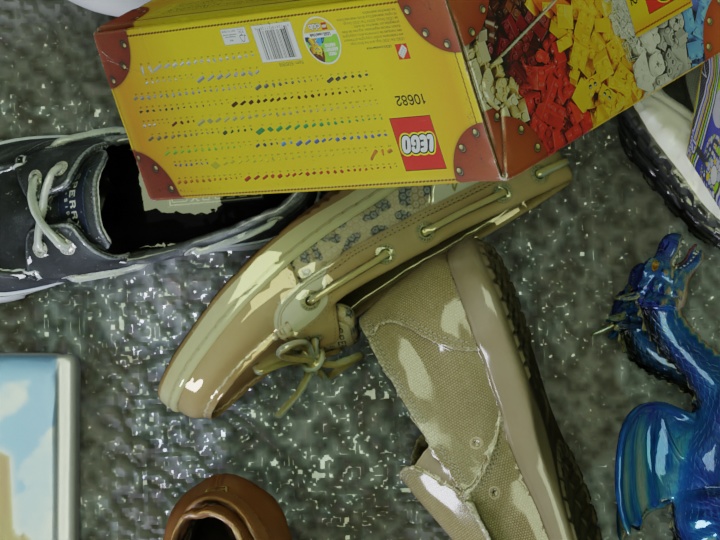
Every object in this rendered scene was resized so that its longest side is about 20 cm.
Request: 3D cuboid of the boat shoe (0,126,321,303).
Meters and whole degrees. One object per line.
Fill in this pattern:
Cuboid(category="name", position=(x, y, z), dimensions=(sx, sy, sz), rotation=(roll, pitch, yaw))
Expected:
Cuboid(category="boat shoe", position=(-0.117, -0.026, 1.202), dimensions=(0.200, 0.068, 0.072), rotation=(-5, 87, 2))

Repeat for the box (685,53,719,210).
Cuboid(category="box", position=(0.180, -0.121, 1.091), dimensions=(0.064, 0.070, 0.200), rotation=(4, 115, -10))

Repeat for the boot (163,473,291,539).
Cuboid(category="boot", position=(-0.045, 0.183, 1.146), dimensions=(0.077, 0.155, 0.200), rotation=(-2, 87, 2))

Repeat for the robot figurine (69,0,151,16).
Cuboid(category="robot figurine", position=(-0.078, -0.183, 1.161), dimensions=(0.169, 0.113, 0.200), rotation=(20, 131, -32))

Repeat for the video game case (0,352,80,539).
Cuboid(category="video game case", position=(-0.213, 0.136, 1.222), dimensions=(0.182, 0.022, 0.200), rotation=(0, 87, 2))

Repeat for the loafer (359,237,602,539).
Cuboid(category="loafer", position=(0.054, 0.086, 1.183), dimensions=(0.067, 0.076, 0.200), rotation=(-15, 98, 12))

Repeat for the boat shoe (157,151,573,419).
Cuboid(category="boat shoe", position=(0.000, 0.000, 1.194), dimensions=(0.200, 0.073, 0.063), rotation=(-42, 84, -1))

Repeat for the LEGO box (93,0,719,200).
Cuboid(category="LEGO box", position=(0.019, -0.092, 1.103), dimensions=(0.149, 0.200, 0.077), rotation=(-31, 110, -40))

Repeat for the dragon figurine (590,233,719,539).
Cuboid(category="dragon figurine", position=(0.136, 0.088, 1.188), dimensions=(0.099, 0.059, 0.200), rotation=(11, 81, 4))

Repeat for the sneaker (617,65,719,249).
Cuboid(category="sneaker", position=(0.196, -0.012, 1.188), dimensions=(0.079, 0.074, 0.200), rotation=(-37, 86, -5))
